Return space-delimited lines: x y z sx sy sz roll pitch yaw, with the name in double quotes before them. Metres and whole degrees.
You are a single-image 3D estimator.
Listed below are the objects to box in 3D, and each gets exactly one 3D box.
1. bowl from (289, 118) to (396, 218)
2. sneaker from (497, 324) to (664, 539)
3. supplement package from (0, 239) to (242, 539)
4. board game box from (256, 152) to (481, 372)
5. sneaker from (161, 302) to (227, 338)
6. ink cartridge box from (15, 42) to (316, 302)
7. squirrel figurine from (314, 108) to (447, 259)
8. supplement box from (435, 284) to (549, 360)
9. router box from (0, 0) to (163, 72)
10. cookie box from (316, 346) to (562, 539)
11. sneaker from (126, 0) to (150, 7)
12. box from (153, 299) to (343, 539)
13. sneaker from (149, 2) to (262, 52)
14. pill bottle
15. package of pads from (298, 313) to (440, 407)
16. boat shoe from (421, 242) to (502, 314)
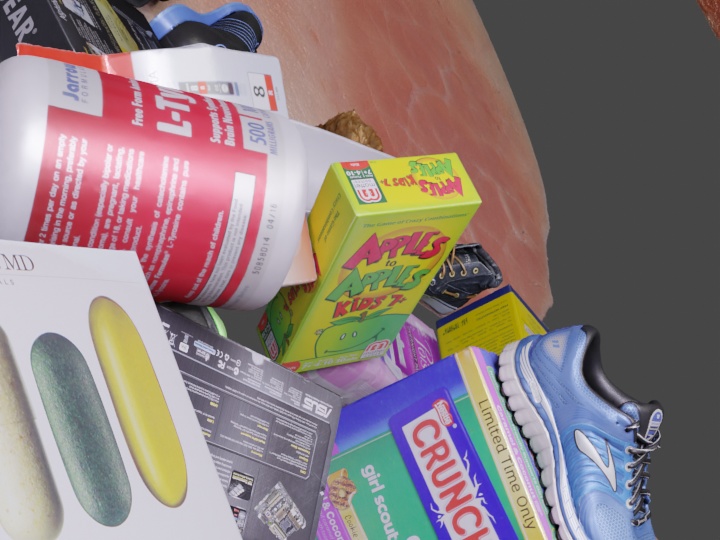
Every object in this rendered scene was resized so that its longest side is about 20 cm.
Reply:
"bowl" -0.059 -0.063 0.906 0.199 0.075 0.200 20 24 2
"sneaker" 0.168 0.129 0.707 0.078 0.089 0.201 2 63 -64
"supplement package" -0.160 0.109 0.445 0.152 0.150 0.201 5 59 -65
"board game box" 0.000 0.000 0.780 0.101 0.200 0.048 -7 57 -28
"sneaker" -0.160 0.019 0.687 0.201 0.077 0.084 55 36 -5
"ink cartridge box" -0.112 -0.063 0.663 0.200 0.050 0.163 -7 86 -60
"squirrel figurine" 0.011 -0.069 1.085 0.201 0.141 0.187 67 15 5
"supplement box" 0.169 0.138 1.228 0.110 0.108 0.201 45 28 -37
"router box" -0.193 -0.156 0.756 0.157 0.052 0.200 34 18 -51
"cookie box" 0.039 0.174 0.756 0.075 0.199 0.172 19 47 -61
"sneaker" -0.230 -0.265 0.850 0.078 0.070 0.200 57 19 7
"box" -0.095 0.123 0.631 0.200 0.048 0.160 34 63 -50
"sneaker" -0.129 -0.195 0.966 0.078 0.070 0.200 51 23 0
"pill bottle" -0.137 -0.046 0.545 0.199 0.112 0.113 10 49 -26
"package of pads" 0.004 0.078 0.966 0.200 0.075 0.121 38 35 -46
"boat shoe" 0.096 -0.008 1.258 0.200 0.091 0.071 25 42 -58
